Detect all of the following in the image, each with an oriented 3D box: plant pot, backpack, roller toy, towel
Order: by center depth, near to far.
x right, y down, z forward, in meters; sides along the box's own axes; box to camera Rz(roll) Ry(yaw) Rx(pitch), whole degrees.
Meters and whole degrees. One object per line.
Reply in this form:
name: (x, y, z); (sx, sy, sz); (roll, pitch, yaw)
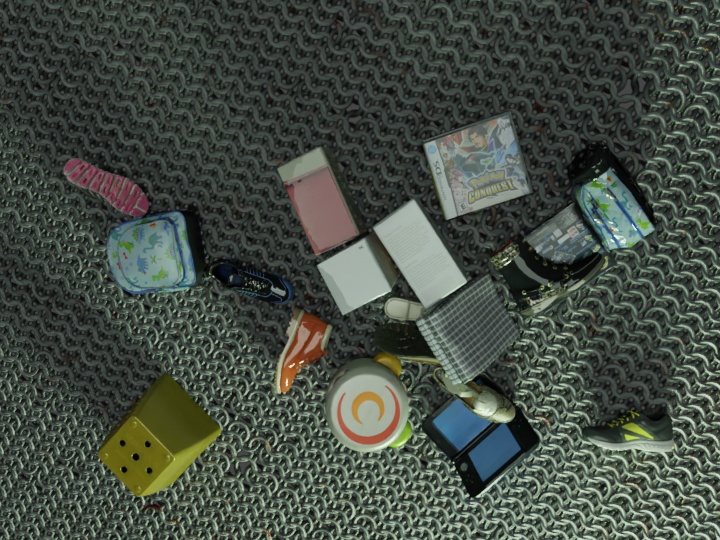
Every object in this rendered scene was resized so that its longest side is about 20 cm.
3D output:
backpack: (0.508, -0.142, 1.354); (0.199, 0.163, 0.154); (37, 109, -5)
towel: (0.232, 0.116, 1.403); (0.199, 0.085, 0.167); (-35, 92, -30)
roller toy: (0.012, 0.289, 1.477); (0.179, 0.140, 0.203); (-8, 94, -2)
backpack: (-0.463, -0.037, 1.498); (0.197, 0.147, 0.186); (-10, 94, 12)
plant pot: (-0.478, 0.395, 1.541); (0.200, 0.176, 0.200); (45, 101, 1)

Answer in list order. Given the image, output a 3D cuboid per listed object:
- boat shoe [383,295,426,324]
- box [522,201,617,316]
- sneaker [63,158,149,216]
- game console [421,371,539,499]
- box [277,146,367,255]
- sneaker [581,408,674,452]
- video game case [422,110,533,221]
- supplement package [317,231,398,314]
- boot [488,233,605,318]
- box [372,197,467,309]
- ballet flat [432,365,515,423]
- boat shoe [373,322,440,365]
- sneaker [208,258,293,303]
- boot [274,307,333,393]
boat shoe: (0.147, 0.095, 1.482); (0.197, 0.057, 0.068); (16, 101, 0)
box: (0.416, -0.024, 1.426); (0.199, 0.046, 0.160); (-37, 91, 11)
sneaker: (-0.578, -0.189, 1.537); (0.198, 0.087, 0.075); (28, 82, -19)
game console: (0.258, 0.359, 1.464); (0.200, 0.171, 0.118); (-45, 122, 11)
box: (-0.079, -0.150, 1.438); (0.108, 0.128, 0.202); (-24, 93, 11)
sneaker: (0.576, 0.339, 1.445); (0.196, 0.074, 0.086); (3, 92, -1)
video game case: (0.250, -0.222, 1.435); (0.197, 0.026, 0.183); (-17, 94, 10)
supplement package: (0.000, 0.000, 1.410); (0.116, 0.200, 0.118); (-27, 93, 10)
boot: (0.380, -0.017, 1.372); (0.202, 0.073, 0.155); (-35, 89, 12)
box: (0.128, -0.042, 1.411); (0.106, 0.152, 0.201); (-33, 91, 11)
ballet flat: (0.236, 0.267, 1.441); (0.199, 0.075, 0.069); (32, 99, 27)
boat shoe: (0.125, 0.171, 1.473); (0.197, 0.074, 0.077); (13, 69, 14)
sneaker: (-0.250, 0.029, 1.511); (0.197, 0.078, 0.071); (19, 99, 5)
boot: (-0.131, 0.196, 1.521); (0.106, 0.075, 0.203); (20, 99, 0)
